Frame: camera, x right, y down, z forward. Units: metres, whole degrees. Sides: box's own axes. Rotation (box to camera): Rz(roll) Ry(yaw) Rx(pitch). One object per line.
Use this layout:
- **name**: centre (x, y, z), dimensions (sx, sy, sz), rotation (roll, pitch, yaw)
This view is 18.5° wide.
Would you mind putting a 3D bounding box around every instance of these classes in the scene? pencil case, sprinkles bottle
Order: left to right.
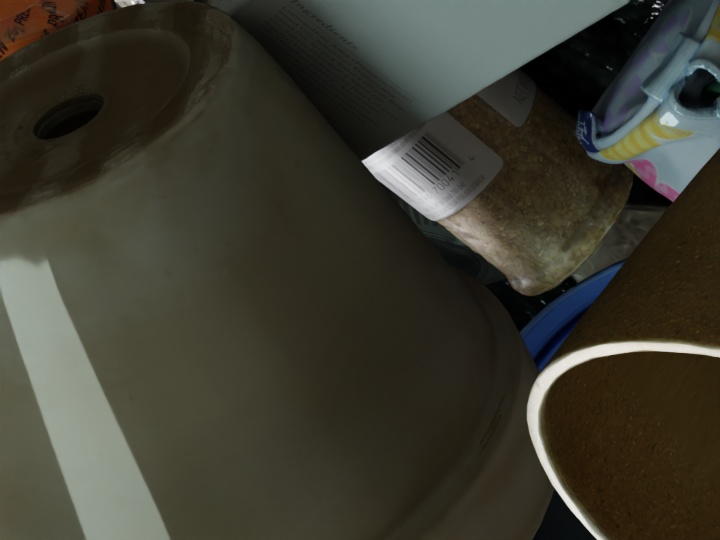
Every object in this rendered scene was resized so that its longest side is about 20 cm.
- **sprinkles bottle**: centre (0.007, -0.074, 0.811), dimensions (0.200, 0.068, 0.068), rotation (38, 157, -15)
- **pencil case**: centre (0.168, -0.019, 0.697), dimensions (0.199, 0.083, 0.091), rotation (35, 180, -10)

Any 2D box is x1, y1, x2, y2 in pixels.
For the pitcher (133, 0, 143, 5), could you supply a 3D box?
- **pitcher**: centre (-0.191, -0.125, 0.921), dimensions (0.199, 0.122, 0.171), rotation (29, 141, -21)

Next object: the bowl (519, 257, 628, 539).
- **bowl**: centre (0.136, 0.089, 0.834), dimensions (0.200, 0.202, 0.039), rotation (27, -176, 10)

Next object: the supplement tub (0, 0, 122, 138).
- **supplement tub**: centre (-0.131, -0.024, 0.817), dimensions (0.122, 0.123, 0.201), rotation (21, 133, 24)

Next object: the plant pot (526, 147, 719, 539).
- **plant pot**: centre (0.170, -0.004, 0.574), dimensions (0.186, 0.201, 0.187), rotation (27, 158, 12)

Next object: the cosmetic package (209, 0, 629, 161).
- **cosmetic package**: centre (0.026, -0.109, 0.673), dimensions (0.071, 0.102, 0.200), rotation (35, 158, -13)

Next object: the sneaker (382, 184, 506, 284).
- **sneaker**: centre (0.000, 0.000, 0.941), dimensions (0.199, 0.091, 0.066), rotation (3, 145, 49)

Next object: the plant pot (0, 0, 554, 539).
- **plant pot**: centre (-0.056, 0.017, 0.699), dimensions (0.199, 0.200, 0.174), rotation (8, 133, 43)
